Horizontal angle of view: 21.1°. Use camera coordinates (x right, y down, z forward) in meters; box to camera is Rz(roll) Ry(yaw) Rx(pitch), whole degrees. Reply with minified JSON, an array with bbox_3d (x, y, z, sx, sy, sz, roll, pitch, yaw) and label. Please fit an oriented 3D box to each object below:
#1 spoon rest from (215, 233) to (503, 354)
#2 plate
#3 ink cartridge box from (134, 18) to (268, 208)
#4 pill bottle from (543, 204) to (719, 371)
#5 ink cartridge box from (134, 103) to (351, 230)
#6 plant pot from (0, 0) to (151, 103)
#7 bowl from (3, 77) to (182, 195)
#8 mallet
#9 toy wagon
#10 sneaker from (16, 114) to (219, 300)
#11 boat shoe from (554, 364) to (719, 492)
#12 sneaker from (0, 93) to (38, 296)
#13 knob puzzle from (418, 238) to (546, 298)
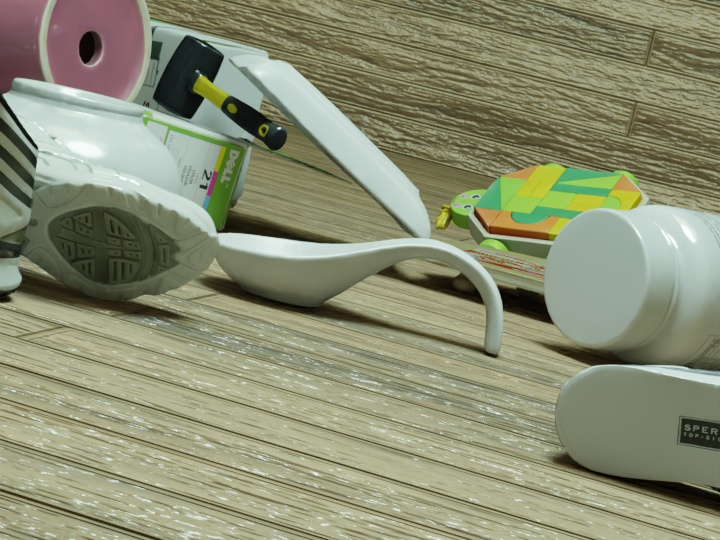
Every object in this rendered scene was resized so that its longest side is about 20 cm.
[{"bbox_3d":[0.000,0.000,1.244,0.199,0.061,0.099,15,6,1],"label":"spoon rest"},{"bbox_3d":[-0.021,-0.109,1.575,0.200,0.032,0.200,44,1,-12],"label":"plate"},{"bbox_3d":[-0.181,-0.151,1.767,0.083,0.147,0.200,7,9,-38],"label":"ink cartridge box"},{"bbox_3d":[0.230,0.014,1.365,0.199,0.114,0.113,8,9,-42],"label":"pill bottle"},{"bbox_3d":[-0.129,-0.080,1.601,0.199,0.076,0.148,17,4,-28],"label":"ink cartridge box"},{"bbox_3d":[-0.271,-0.183,1.516,0.178,0.201,0.200,8,2,33],"label":"plant pot"},{"bbox_3d":[-0.211,-0.083,1.382,0.200,0.091,0.201,13,7,-2],"label":"bowl"},{"bbox_3d":[-0.113,-0.126,1.547,0.041,0.066,0.200,25,14,-34],"label":"mallet"},{"bbox_3d":[0.158,-0.049,1.755,0.199,0.040,0.155,9,35,28],"label":"toy wagon"},{"bbox_3d":[-0.174,-0.049,1.077,0.199,0.078,0.100,14,35,-9],"label":"sneaker"},{"bbox_3d":[0.195,0.083,0.930,0.199,0.072,0.068,8,6,17],"label":"boat shoe"},{"bbox_3d":[-0.247,-0.055,0.950,0.200,0.116,0.075,7,9,-44],"label":"sneaker"},{"bbox_3d":[0.145,0.012,1.571,0.218,0.031,0.220,13,7,-2],"label":"knob puzzle"}]
